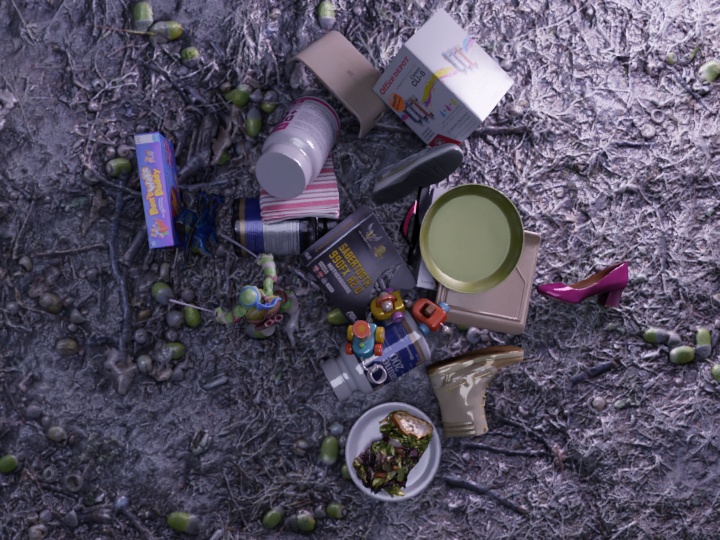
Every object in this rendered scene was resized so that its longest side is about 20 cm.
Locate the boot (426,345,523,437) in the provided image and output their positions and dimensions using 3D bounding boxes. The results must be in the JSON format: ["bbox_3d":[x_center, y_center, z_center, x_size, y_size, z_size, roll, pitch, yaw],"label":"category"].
[{"bbox_3d":[0.244,0.243,1.290,0.197,0.073,0.158,-15,92,-3],"label":"boot"}]

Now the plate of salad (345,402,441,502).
[{"bbox_3d":[0.068,0.367,1.291,0.197,0.048,0.204,0,92,-6],"label":"plate of salad"}]

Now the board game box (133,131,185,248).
[{"bbox_3d":[-0.369,-0.143,1.198,0.044,0.134,0.203,-8,91,-5],"label":"board game box"}]

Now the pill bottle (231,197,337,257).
[{"bbox_3d":[-0.143,-0.085,1.231,0.197,0.112,0.114,-2,91,-5],"label":"pill bottle"}]

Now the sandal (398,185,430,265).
[{"bbox_3d":[0.104,-0.110,1.274,0.044,0.075,0.203,10,83,-8],"label":"sandal"}]

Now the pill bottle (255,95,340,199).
[{"bbox_3d":[-0.114,-0.225,1.178,0.112,0.201,0.115,9,132,10],"label":"pill bottle"}]

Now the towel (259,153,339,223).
[{"bbox_3d":[-0.117,-0.158,1.212,0.144,0.201,0.030,-5,131,-5],"label":"towel"}]

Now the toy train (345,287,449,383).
[{"bbox_3d":[0.062,0.102,1.182,0.200,0.056,0.150,-41,58,-12],"label":"toy train"}]

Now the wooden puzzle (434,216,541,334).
[{"bbox_3d":[0.242,0.011,1.241,0.182,0.037,0.203,11,95,-6],"label":"wooden puzzle"}]

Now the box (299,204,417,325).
[{"bbox_3d":[0.000,0.000,1.229,0.158,0.048,0.201,-37,126,-3],"label":"box"}]

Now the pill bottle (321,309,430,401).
[{"bbox_3d":[0.028,0.169,1.251,0.198,0.111,0.112,-29,93,-4],"label":"pill bottle"}]

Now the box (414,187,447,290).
[{"bbox_3d":[0.194,-0.053,1.299,0.142,0.036,0.203,10,92,-5],"label":"box"}]

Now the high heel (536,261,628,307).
[{"bbox_3d":[0.451,0.018,1.306,0.197,0.067,0.098,5,101,-20],"label":"high heel"}]

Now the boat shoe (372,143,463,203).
[{"bbox_3d":[0.104,-0.195,1.228,0.074,0.201,0.066,24,52,-42],"label":"boat shoe"}]

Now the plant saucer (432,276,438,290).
[{"bbox_3d":[0.231,-0.017,1.270,0.197,0.034,0.204,0,91,-6],"label":"plant saucer"}]

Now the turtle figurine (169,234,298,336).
[{"bbox_3d":[-0.206,0.038,1.198,0.197,0.194,0.146,12,75,18],"label":"turtle figurine"}]

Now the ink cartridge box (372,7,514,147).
[{"bbox_3d":[0.153,-0.349,1.212,0.200,0.145,0.145,43,59,-4],"label":"ink cartridge box"}]

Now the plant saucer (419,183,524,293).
[{"bbox_3d":[0.204,-0.059,1.196,0.197,0.031,0.204,-1,96,-5],"label":"plant saucer"}]

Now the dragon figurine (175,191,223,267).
[{"bbox_3d":[-0.304,-0.082,1.196,0.058,0.201,0.101,0,115,12],"label":"dragon figurine"}]

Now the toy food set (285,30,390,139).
[{"bbox_3d":[-0.035,-0.360,1.240,0.200,0.060,0.144,44,48,-4],"label":"toy food set"}]
